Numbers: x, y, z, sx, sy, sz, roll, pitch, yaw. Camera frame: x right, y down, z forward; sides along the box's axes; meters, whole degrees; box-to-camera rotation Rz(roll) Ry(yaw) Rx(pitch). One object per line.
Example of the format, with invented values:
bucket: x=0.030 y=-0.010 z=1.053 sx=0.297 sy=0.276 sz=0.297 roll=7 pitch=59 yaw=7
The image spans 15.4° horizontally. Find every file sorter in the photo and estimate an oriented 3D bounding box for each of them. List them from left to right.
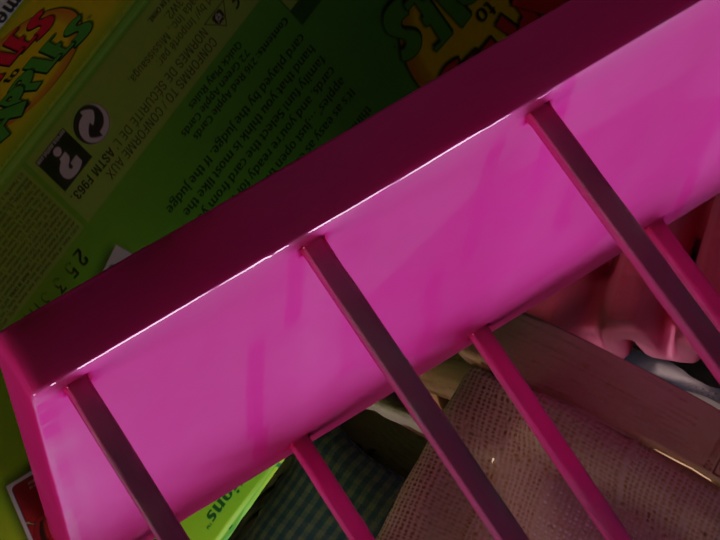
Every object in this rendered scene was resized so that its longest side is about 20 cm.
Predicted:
file sorter: x=0.054 y=0.032 z=0.502 sx=0.125 sy=0.200 sz=0.139 roll=56 pitch=168 yaw=15

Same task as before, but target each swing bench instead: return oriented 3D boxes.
swing bench: x=-0.001 y=0.115 z=0.636 sx=0.130 sy=0.199 sz=0.200 roll=36 pitch=166 yaw=-31

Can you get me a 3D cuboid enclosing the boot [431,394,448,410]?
boot: x=0.000 y=0.000 z=0.841 sx=0.155 sy=0.074 sz=0.200 roll=32 pitch=162 yaw=28

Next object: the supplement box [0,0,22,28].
supplement box: x=-0.182 y=-0.098 z=0.882 sx=0.200 sy=0.103 sz=0.101 roll=34 pitch=164 yaw=11

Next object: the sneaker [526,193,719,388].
sneaker: x=0.111 y=0.007 z=0.654 sx=0.200 sy=0.079 sz=0.095 roll=25 pitch=-172 yaw=25

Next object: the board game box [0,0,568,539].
board game box: x=-0.035 y=-0.023 z=0.598 sx=0.102 sy=0.200 sz=0.048 roll=46 pitch=162 yaw=-32

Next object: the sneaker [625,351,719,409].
sneaker: x=0.125 y=0.086 z=0.798 sx=0.200 sy=0.082 sz=0.070 roll=47 pitch=163 yaw=-33
